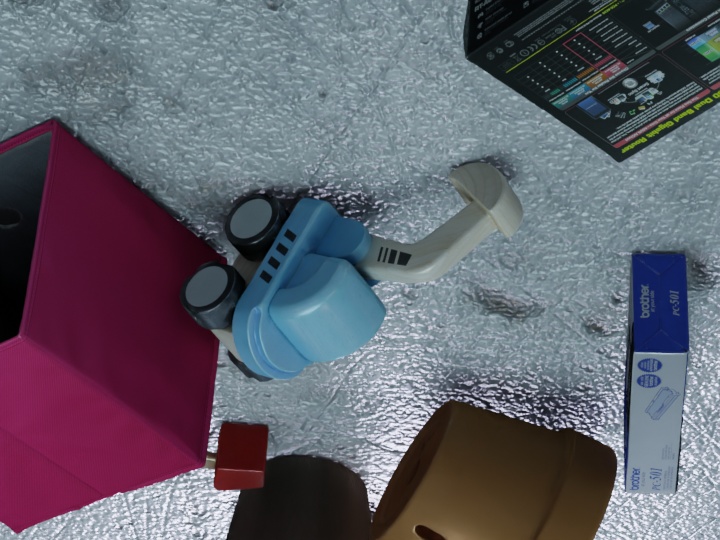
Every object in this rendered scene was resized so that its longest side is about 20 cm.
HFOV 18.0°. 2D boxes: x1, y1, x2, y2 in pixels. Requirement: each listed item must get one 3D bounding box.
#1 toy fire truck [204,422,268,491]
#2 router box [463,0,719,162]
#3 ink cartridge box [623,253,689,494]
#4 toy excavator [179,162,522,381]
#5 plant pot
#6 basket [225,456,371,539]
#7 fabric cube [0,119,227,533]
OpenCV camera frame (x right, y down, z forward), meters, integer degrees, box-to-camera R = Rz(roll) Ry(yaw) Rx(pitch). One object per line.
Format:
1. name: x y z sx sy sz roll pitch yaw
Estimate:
1. toy fire truck: -0.180 0.125 1.904 0.200 0.049 0.141 2 144 3
2. router box: 0.188 -0.168 1.467 0.150 0.062 0.200 32 135 -31
3. ink cartridge box: 0.228 0.083 1.771 0.044 0.094 0.200 0 143 5
4. toy excavator: 0.000 0.000 1.665 0.200 0.194 0.100 14 153 38
5. plant pot: 0.099 0.200 1.875 0.140 0.200 0.200 30 139 -6
6. basket: -0.056 0.273 1.962 0.180 0.200 0.136 3 142 1
7. fabric cube: -0.242 0.047 1.686 0.200 0.196 0.199 -22 138 29
